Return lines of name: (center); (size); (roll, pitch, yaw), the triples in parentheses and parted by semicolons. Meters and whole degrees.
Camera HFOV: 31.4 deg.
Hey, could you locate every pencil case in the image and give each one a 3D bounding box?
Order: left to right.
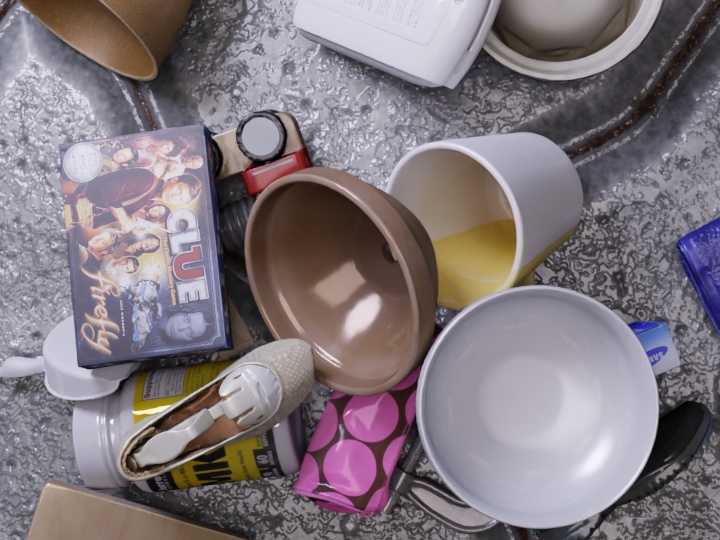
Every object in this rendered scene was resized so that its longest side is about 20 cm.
pencil case: (0.015, 0.129, 1.180); (0.093, 0.091, 0.201); (21, 81, 9)

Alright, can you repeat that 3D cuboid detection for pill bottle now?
pill bottle: (-0.158, 0.145, 1.197); (0.199, 0.114, 0.115); (-9, 87, 5)

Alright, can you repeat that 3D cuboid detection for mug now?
mug: (0.117, -0.044, 1.164); (0.149, 0.153, 0.187); (42, 129, 21)

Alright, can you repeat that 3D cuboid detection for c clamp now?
c clamp: (0.087, 0.158, 1.217); (0.170, 0.027, 0.200); (34, 90, 4)

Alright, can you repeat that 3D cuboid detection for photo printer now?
photo printer: (0.043, -0.263, 1.166); (0.200, 0.069, 0.167); (28, 103, 38)

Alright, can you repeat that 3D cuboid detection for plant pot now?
plant pot: (-0.214, -0.316, 1.202); (0.186, 0.186, 0.201); (31, 77, 6)
plant pot: (0.000, 0.000, 1.113); (0.200, 0.093, 0.202); (21, 123, 35)

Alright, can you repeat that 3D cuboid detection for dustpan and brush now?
dustpan and brush: (-0.275, 0.081, 1.223); (0.199, 0.140, 0.057); (1, 124, 20)

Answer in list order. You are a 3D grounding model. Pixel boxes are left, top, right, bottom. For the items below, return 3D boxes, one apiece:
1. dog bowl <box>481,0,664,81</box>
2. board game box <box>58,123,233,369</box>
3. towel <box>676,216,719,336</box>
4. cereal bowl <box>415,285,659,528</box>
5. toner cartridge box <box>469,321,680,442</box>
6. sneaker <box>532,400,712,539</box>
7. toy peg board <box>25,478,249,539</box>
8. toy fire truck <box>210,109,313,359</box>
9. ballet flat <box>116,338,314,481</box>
dog bowl: (0.185, -0.272, 1.205); (0.199, 0.074, 0.201); (0, 88, 5)
board game box: (-0.190, -0.021, 1.135); (0.135, 0.035, 0.201); (-8, 81, 5)
towel: (0.410, -0.008, 1.190); (0.199, 0.050, 0.148); (-28, 92, 3)
cereal bowl: (0.142, 0.111, 1.072); (0.199, 0.083, 0.201); (0, 90, -5)
toner cartridge box: (0.181, 0.102, 1.164); (0.199, 0.095, 0.043); (-22, 91, -4)
sneaker: (0.232, 0.176, 1.181); (0.200, 0.073, 0.082); (-37, 87, 2)
toy peg board: (-0.230, 0.313, 1.219); (0.198, 0.098, 0.201); (18, 91, -10)
toy fire truck: (-0.117, -0.035, 1.207); (0.175, 0.129, 0.201); (-19, 98, 3)
ballet flat: (-0.123, 0.128, 1.105); (0.199, 0.062, 0.068); (-32, 93, 6)
